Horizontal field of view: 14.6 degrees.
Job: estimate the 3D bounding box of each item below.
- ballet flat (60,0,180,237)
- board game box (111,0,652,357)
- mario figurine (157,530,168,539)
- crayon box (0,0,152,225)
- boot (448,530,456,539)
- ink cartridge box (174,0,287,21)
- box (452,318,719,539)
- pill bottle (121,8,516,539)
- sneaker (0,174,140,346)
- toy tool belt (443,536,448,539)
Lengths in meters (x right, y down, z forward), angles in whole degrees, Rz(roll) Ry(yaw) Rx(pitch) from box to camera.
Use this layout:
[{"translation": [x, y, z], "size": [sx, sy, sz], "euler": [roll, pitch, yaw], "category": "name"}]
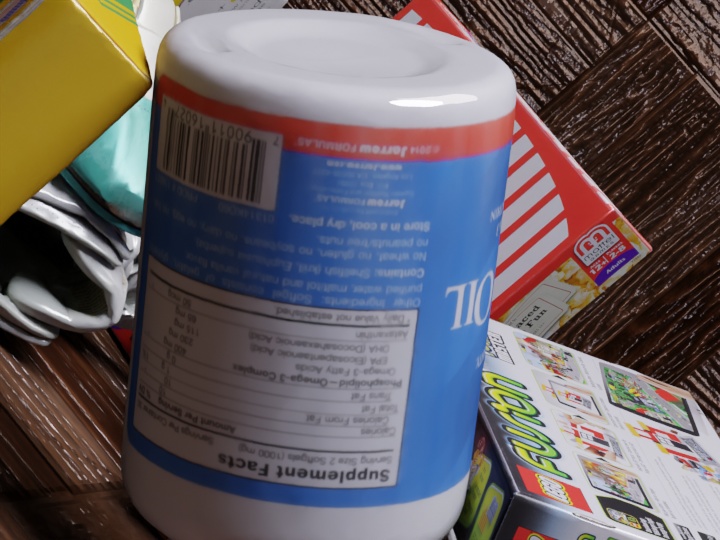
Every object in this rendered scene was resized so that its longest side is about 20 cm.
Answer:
[{"translation": [-0.108, -0.094, 1.059], "size": [0.067, 0.070, 0.200], "euler": [25, 19, -44], "category": "ballet flat"}, {"translation": [0.000, 0.000, 1.181], "size": [0.152, 0.200, 0.046], "euler": [52, 6, 36], "category": "board game box"}, {"translation": [-0.004, 0.030, 1.065], "size": [0.106, 0.123, 0.200], "euler": [50, 35, -20], "category": "mario figurine"}, {"translation": [-0.131, -0.051, 0.895], "size": [0.052, 0.126, 0.200], "euler": [47, 6, -17], "category": "crayon box"}, {"translation": [0.029, 0.105, 1.338], "size": [0.090, 0.073, 0.200], "euler": [41, 8, -20], "category": "boot"}, {"translation": [-0.151, -0.145, 1.256], "size": [0.145, 0.147, 0.200], "euler": [51, 6, 13], "category": "ink cartridge box"}, {"translation": [0.079, 0.071, 0.955], "size": [0.110, 0.035, 0.200], "euler": [20, 14, -11], "category": "box"}, {"translation": [-0.017, 0.027, 0.876], "size": [0.112, 0.200, 0.112], "euler": [6, 18, -2], "category": "pill bottle"}, {"translation": [-0.105, 0.000, 1.073], "size": [0.200, 0.074, 0.116], "euler": [31, 17, -40], "category": "sneaker"}, {"translation": [0.077, 0.165, 1.039], "size": [0.123, 0.125, 0.200], "euler": [49, -10, 47], "category": "toy tool belt"}]
